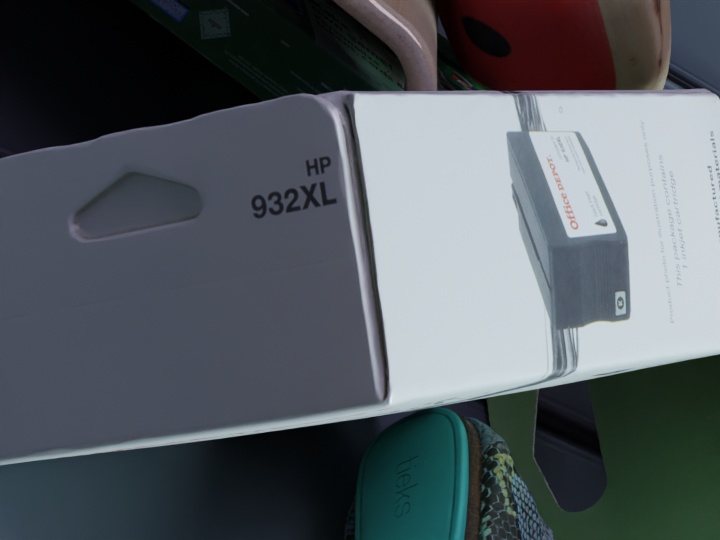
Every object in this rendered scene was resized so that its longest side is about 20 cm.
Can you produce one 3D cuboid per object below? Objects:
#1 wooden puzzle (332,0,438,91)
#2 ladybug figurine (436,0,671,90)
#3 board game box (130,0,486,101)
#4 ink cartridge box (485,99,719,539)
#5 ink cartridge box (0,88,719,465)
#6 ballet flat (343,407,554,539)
[{"bbox_3d":[-0.038,-0.142,0.913,0.200,0.046,0.185,43,9,-7],"label":"wooden puzzle"},{"bbox_3d":[0.055,-0.128,0.997,0.200,0.072,0.136,73,-5,-48],"label":"ladybug figurine"},{"bbox_3d":[-0.018,-0.084,0.990,0.200,0.029,0.135,36,16,-23],"label":"board game box"},{"bbox_3d":[0.121,0.015,0.925,0.048,0.200,0.146,48,25,-42],"label":"ink cartridge box"},{"bbox_3d":[0.000,0.000,0.823,0.200,0.145,0.084,-5,86,-55],"label":"ink cartridge box"},{"bbox_3d":[0.024,0.120,0.822,0.074,0.074,0.200,41,34,-17],"label":"ballet flat"}]
